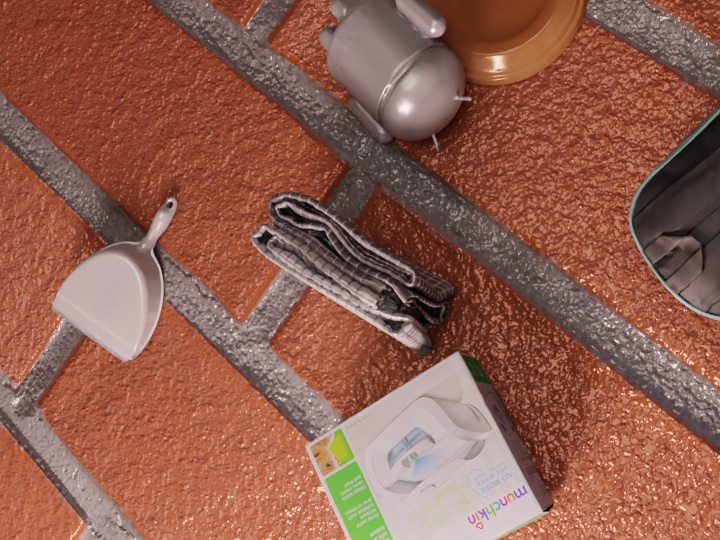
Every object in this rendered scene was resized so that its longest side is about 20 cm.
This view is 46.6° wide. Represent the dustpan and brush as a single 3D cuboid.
[{"bbox_3d":[-0.293,-0.006,1.073,0.138,0.057,0.202,32,101,10],"label":"dustpan and brush"}]

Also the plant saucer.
[{"bbox_3d":[0.156,-0.314,0.947,0.196,0.037,0.205,-3,82,20],"label":"plant saucer"}]

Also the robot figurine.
[{"bbox_3d":[0.039,-0.226,0.938,0.200,0.112,0.171,47,138,20],"label":"robot figurine"}]

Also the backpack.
[{"bbox_3d":[0.354,-0.053,0.774,0.199,0.153,0.177,-42,77,9],"label":"backpack"}]

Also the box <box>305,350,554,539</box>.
[{"bbox_3d":[0.072,0.215,0.877,0.198,0.096,0.179,-32,71,13],"label":"box"}]

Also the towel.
[{"bbox_3d":[0.000,0.000,0.897,0.198,0.165,0.087,30,87,21],"label":"towel"}]
